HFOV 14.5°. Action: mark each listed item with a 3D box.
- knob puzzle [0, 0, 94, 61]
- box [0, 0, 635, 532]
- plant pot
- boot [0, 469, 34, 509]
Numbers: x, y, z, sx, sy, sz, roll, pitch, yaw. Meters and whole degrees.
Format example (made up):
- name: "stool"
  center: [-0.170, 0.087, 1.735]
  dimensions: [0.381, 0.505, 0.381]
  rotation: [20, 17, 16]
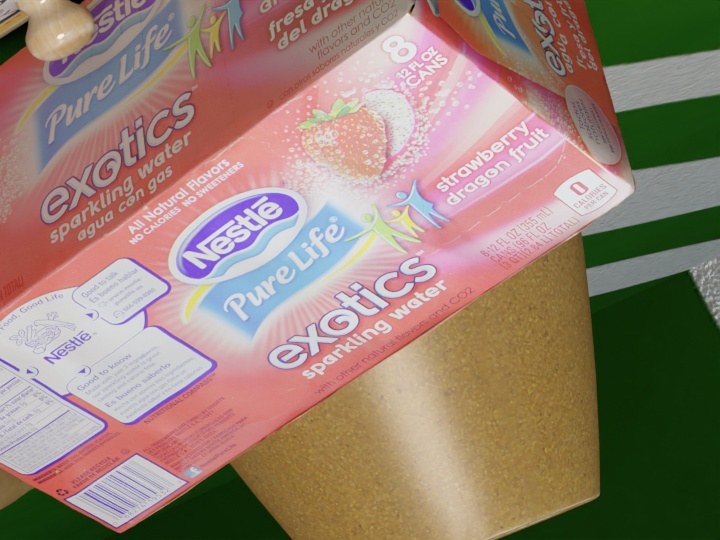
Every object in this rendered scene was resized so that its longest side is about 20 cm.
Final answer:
- name: "knob puzzle"
  center: [-0.148, -0.037, 0.743]
  dimensions: [0.219, 0.031, 0.220]
  rotation: [-28, -178, 1]
- name: "box"
  center: [-0.037, -0.026, 0.795]
  dimensions: [0.200, 0.095, 0.103]
  rotation: [-35, 134, 25]
- name: "plant pot"
  center: [0.000, 0.000, 0.944]
  dimensions: [0.186, 0.200, 0.186]
  rotation: [-21, 173, -3]
- name: "boot"
  center: [-0.108, 0.055, 1.026]
  dimensions: [0.175, 0.066, 0.200]
  rotation: [-20, -176, 26]
